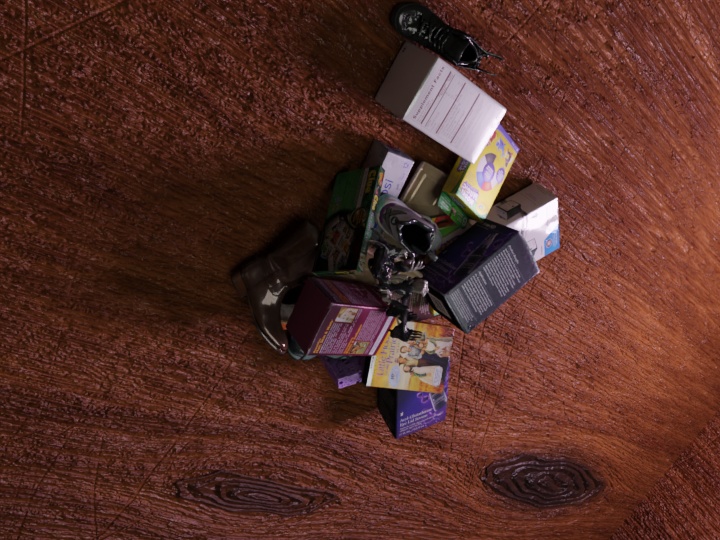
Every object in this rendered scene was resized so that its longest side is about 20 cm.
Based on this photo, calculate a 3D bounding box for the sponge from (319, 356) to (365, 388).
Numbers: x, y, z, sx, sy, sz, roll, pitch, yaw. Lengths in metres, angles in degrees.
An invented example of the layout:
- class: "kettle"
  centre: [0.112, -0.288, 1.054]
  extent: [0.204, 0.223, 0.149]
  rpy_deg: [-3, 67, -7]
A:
- class: "sponge"
  centre: [0.017, 0.190, 1.362]
  extent: [0.194, 0.112, 0.031]
  rpy_deg: [-13, 125, -23]

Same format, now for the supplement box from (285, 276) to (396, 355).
- class: "supplement box"
  centre: [-0.029, 0.090, 1.156]
  extent: [0.196, 0.086, 0.113]
  rpy_deg: [9, 116, -47]

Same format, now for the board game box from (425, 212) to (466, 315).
- class: "board game box"
  centre: [0.183, -0.014, 1.308]
  extent: [0.093, 0.030, 0.207]
  rpy_deg: [-13, 107, -23]

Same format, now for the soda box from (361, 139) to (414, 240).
- class: "soda box"
  centre: [0.023, -0.139, 1.185]
  extent: [0.067, 0.064, 0.205]
  rpy_deg: [11, 114, -34]

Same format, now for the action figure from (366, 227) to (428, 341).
- class: "action figure"
  centre: [0.069, 0.017, 1.075]
  extent: [0.098, 0.120, 0.205]
  rpy_deg: [-10, 123, 9]

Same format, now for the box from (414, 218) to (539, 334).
- class: "box"
  centre: [0.230, 0.006, 1.233]
  extent: [0.198, 0.148, 0.106]
  rpy_deg: [-39, 114, -7]

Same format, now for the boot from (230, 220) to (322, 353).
- class: "boot"
  centre: [-0.119, 0.032, 1.149]
  extent: [0.196, 0.064, 0.190]
  rpy_deg: [-30, 101, 7]

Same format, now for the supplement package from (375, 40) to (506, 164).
- class: "supplement package"
  centre: [0.145, -0.301, 1.116]
  extent: [0.196, 0.117, 0.119]
  rpy_deg: [21, 109, -37]

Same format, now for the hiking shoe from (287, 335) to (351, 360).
- class: "hiking shoe"
  centre: [-0.058, 0.139, 1.298]
  extent: [0.194, 0.076, 0.088]
  rpy_deg: [-8, 145, -26]

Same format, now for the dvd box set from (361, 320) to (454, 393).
- class: "dvd box set"
  centre: [0.104, 0.181, 1.324]
  extent: [0.194, 0.029, 0.152]
  rpy_deg: [11, 91, -26]

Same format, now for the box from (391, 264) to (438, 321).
- class: "box"
  centre: [0.128, 0.050, 1.364]
  extent: [0.194, 0.075, 0.103]
  rpy_deg: [-11, 124, -22]

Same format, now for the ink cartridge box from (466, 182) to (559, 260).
- class: "ink cartridge box"
  centre: [0.347, -0.081, 1.398]
  extent: [0.196, 0.086, 0.149]
  rpy_deg: [-29, 130, -12]

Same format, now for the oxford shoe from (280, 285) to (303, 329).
- class: "oxford shoe"
  centre: [-0.099, 0.073, 1.230]
  extent: [0.193, 0.072, 0.075]
  rpy_deg: [-1, 123, -19]

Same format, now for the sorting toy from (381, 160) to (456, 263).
- class: "sorting toy"
  centre: [0.138, -0.116, 1.290]
  extent: [0.196, 0.037, 0.188]
  rpy_deg: [18, 109, -42]

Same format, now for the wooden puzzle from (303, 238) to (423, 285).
- class: "wooden puzzle"
  centre: [0.000, 0.000, 1.218]
  extent: [0.196, 0.048, 0.184]
  rpy_deg: [-23, 148, 28]

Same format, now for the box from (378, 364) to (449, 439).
- class: "box"
  centre: [0.125, 0.276, 1.476]
  extent: [0.144, 0.105, 0.205]
  rpy_deg: [-16, 127, -19]

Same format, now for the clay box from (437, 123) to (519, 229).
- class: "clay box"
  centre: [0.239, -0.192, 1.249]
  extent: [0.114, 0.047, 0.205]
  rpy_deg: [33, 81, -41]

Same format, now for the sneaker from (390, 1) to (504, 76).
- class: "sneaker"
  centre: [0.150, -0.397, 1.064]
  extent: [0.195, 0.105, 0.061]
  rpy_deg: [14, 114, -36]

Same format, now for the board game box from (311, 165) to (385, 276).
- class: "board game box"
  centre: [-0.020, -0.089, 1.097]
  extent: [0.023, 0.102, 0.206]
  rpy_deg: [35, 60, -44]

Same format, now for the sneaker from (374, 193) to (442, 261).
- class: "sneaker"
  centre: [0.114, -0.056, 1.159]
  extent: [0.197, 0.140, 0.079]
  rpy_deg: [22, 108, -42]
